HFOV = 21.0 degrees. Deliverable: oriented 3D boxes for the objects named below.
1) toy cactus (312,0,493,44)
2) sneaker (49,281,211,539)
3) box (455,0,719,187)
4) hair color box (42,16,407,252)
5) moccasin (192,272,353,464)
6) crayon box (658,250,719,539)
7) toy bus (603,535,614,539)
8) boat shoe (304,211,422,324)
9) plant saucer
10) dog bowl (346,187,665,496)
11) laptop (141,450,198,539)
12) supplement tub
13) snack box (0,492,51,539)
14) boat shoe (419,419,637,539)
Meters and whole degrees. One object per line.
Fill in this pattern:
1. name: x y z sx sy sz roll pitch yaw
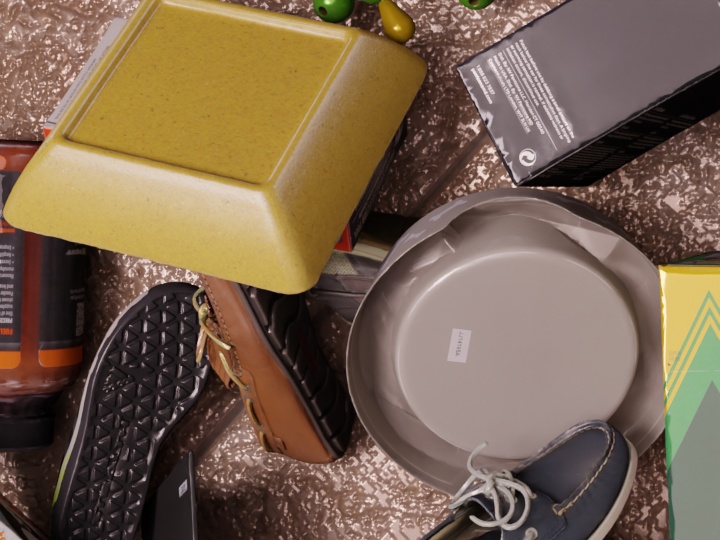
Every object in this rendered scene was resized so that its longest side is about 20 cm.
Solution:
1. toy cactus: 0.001 -0.235 1.196 0.199 0.102 0.166 23 89 24
2. sneaker: -0.157 0.094 1.256 0.071 0.083 0.201 24 96 -16
3. box: 0.151 -0.112 1.088 0.141 0.200 0.079 -27 84 16
4. hair color box: -0.082 -0.087 1.206 0.199 0.111 0.064 12 139 16
5. moccasin: -0.067 0.042 1.189 0.077 0.202 0.074 -3 51 20
6. crayon box: 0.209 0.078 1.079 0.058 0.200 0.173 -3 92 17
7. toy bus: 0.103 0.272 1.168 0.199 0.136 0.193 -13 109 28
8. boat shoe: -0.001 0.000 1.215 0.200 0.072 0.066 10 108 14
9. plant saucer: -0.086 -0.092 1.137 0.199 0.049 0.200 13 52 18
10. dog bowl: 0.091 0.041 1.149 0.199 0.059 0.201 0 117 0
11. laptop: -0.068 0.228 1.207 0.200 0.177 0.103 35 67 -2
12. supplement tub: -0.233 0.015 1.265 0.106 0.107 0.201 3 93 17
13. snack box: -0.233 0.163 1.217 0.037 0.116 0.200 -45 120 -7
14. boat shoe: 0.074 0.149 1.097 0.200 0.075 0.062 -40 117 -12
